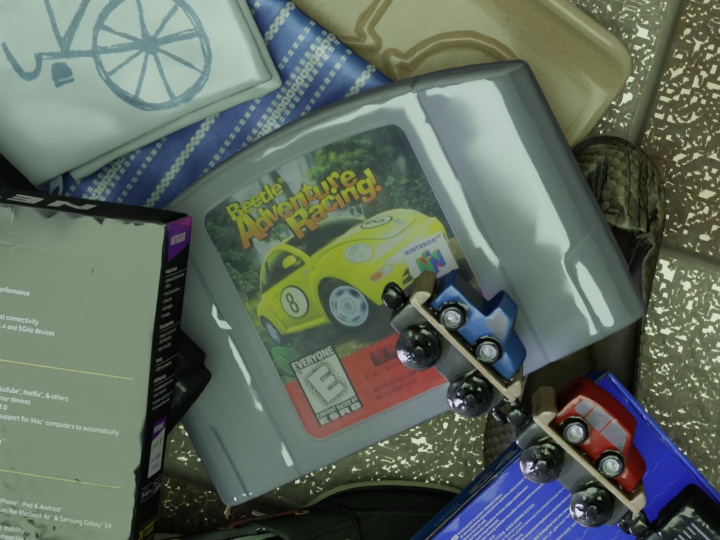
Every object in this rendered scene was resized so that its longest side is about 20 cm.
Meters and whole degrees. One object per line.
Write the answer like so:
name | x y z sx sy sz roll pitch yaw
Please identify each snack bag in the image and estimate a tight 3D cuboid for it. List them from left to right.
snack bag | -0.158 -0.121 1.108 0.199 0.021 0.189 -25 96 12

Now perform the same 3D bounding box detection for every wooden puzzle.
wooden puzzle | -0.008 -0.070 1.147 0.185 0.046 0.200 36 106 1

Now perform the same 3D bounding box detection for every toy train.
toy train | 0.088 0.068 1.042 0.200 0.034 0.046 42 106 -8

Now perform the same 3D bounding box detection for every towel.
towel | -0.058 -0.047 1.124 0.200 0.024 0.145 37 107 0

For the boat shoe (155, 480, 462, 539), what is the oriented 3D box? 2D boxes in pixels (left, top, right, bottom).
boat shoe | -0.029 0.139 1.144 0.200 0.063 0.074 -7 100 -16

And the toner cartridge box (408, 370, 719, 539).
toner cartridge box | 0.057 0.142 1.087 0.200 0.043 0.095 -42 92 -5

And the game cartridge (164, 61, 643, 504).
game cartridge | 0.000 0.000 1.086 0.199 0.041 0.134 -26 92 17

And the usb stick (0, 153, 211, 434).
usb stick | -0.144 -0.011 1.083 0.200 0.033 0.056 44 122 7

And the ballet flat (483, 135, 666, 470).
ballet flat | 0.097 0.041 1.131 0.067 0.046 0.201 4 110 -18

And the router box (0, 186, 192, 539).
router box | -0.174 0.039 1.038 0.199 0.051 0.150 9 97 6
